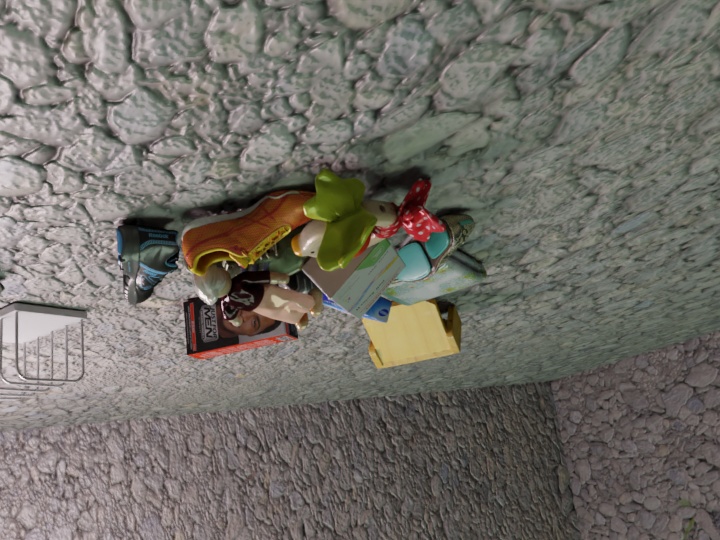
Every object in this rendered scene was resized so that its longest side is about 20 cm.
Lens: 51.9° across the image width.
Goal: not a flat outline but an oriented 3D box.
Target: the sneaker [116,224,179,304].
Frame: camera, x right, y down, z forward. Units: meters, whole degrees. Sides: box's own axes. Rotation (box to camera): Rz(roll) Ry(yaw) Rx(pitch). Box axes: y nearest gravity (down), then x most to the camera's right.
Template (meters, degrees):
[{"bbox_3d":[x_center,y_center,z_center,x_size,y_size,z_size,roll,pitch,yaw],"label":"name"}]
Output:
[{"bbox_3d":[-0.290,-0.003,1.025,0.080,0.075,0.200,-4,164,-16],"label":"sneaker"}]

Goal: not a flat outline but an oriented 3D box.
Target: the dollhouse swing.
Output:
[{"bbox_3d":[0.111,0.106,1.671,0.196,0.179,0.183,-13,-155,16],"label":"dollhouse swing"}]

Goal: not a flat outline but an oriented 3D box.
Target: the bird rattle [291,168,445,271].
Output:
[{"bbox_3d":[0.000,-0.063,0.930,0.198,0.115,0.162,-15,172,-47],"label":"bird rattle"}]

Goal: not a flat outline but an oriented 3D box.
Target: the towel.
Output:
[{"bbox_3d":[0.120,0.013,1.337,0.168,0.049,0.199,-16,163,26],"label":"towel"}]

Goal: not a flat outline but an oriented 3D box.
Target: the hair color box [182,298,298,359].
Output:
[{"bbox_3d":[-0.216,0.089,1.326,0.195,0.104,0.061,-14,164,14],"label":"hair color box"}]

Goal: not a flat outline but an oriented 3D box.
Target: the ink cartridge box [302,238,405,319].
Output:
[{"bbox_3d":[0.000,0.000,1.098,0.117,0.067,0.200,-48,160,0],"label":"ink cartridge box"}]

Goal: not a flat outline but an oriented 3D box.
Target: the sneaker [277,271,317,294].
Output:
[{"bbox_3d":[-0.109,0.013,1.176,0.114,0.077,0.198,-16,163,34],"label":"sneaker"}]

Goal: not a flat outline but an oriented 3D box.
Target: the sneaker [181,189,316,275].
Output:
[{"bbox_3d":[-0.131,-0.046,0.945,0.196,0.079,0.073,-21,161,8],"label":"sneaker"}]

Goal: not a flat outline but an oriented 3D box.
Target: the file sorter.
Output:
[{"bbox_3d":[-0.594,0.148,1.292,0.197,0.128,0.138,-18,161,32],"label":"file sorter"}]

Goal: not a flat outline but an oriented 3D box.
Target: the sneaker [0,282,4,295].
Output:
[{"bbox_3d":[-0.571,0.042,1.003,0.075,0.091,0.199,-14,163,21],"label":"sneaker"}]

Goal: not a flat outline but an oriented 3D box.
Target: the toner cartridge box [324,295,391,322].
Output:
[{"bbox_3d":[-0.021,0.052,1.345,0.093,0.044,0.199,12,173,25],"label":"toner cartridge box"}]

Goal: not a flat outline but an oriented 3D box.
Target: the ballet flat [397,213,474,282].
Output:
[{"bbox_3d":[0.120,-0.034,1.161,0.074,0.069,0.200,-18,167,-28],"label":"ballet flat"}]

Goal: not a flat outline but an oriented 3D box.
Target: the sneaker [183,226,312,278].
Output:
[{"bbox_3d":[-0.159,-0.021,1.036,0.196,0.069,0.089,-12,169,23],"label":"sneaker"}]

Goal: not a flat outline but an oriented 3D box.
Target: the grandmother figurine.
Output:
[{"bbox_3d":[-0.150,0.035,1.033,0.198,0.061,0.122,21,118,-41],"label":"grandmother figurine"}]
